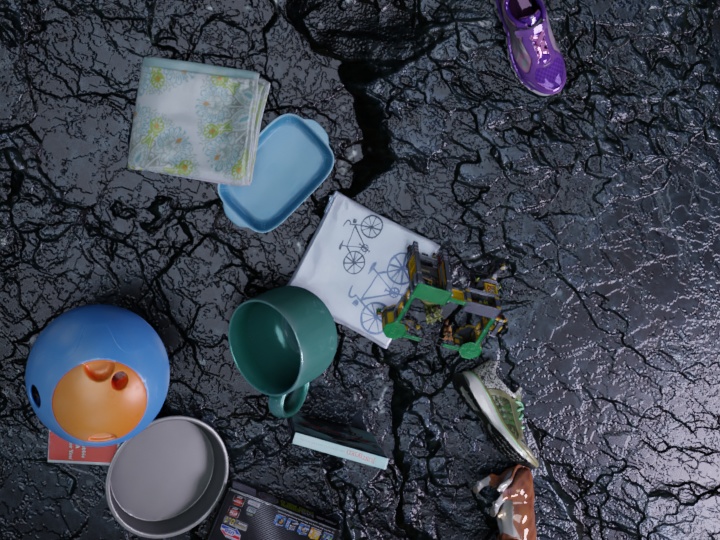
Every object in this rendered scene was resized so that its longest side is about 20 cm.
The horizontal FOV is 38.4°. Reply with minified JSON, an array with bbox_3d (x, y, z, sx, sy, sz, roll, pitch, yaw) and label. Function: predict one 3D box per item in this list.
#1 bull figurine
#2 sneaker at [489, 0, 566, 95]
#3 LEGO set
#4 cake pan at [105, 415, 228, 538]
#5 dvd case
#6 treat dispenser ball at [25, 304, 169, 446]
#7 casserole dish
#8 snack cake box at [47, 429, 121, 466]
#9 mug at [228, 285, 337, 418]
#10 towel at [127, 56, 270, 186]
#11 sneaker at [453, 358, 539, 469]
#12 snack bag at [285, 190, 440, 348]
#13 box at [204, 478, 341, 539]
[{"bbox_3d":[0.248,0.418,1.689,0.121,0.065,0.202,-7,92,-37],"label":"bull figurine"},{"bbox_3d":[0.260,-0.361,1.576,0.080,0.088,0.201,-25,100,-2],"label":"sneaker"},{"bbox_3d":[0.127,0.040,1.618,0.198,0.116,0.155,9,130,-10],"label":"LEGO set"},{"bbox_3d":[-0.305,0.318,1.617,0.199,0.037,0.202,-8,106,-28],"label":"cake pan"},{"bbox_3d":[-0.039,0.256,1.582,0.145,0.200,0.022,17,91,-6],"label":"dvd case"},{"bbox_3d":[-0.372,0.149,1.472,0.199,0.201,0.203,-1,98,-5],"label":"treat dispenser ball"},{"bbox_3d":[-0.131,-0.151,1.599,0.121,0.039,0.200,44,93,-9],"label":"casserole dish"},{"bbox_3d":[-0.421,0.197,1.610,0.114,0.067,0.202,4,98,-7],"label":"snack cake box"},{"bbox_3d":[-0.116,0.113,1.590,0.152,0.114,0.186,41,127,20],"label":"mug"},{"bbox_3d":[-0.244,-0.223,1.555,0.198,0.048,0.173,10,90,5],"label":"towel"},{"bbox_3d":[0.239,0.227,1.664,0.088,0.077,0.201,-35,93,-16],"label":"sneaker"},{"bbox_3d":[0.000,0.000,1.640,0.199,0.021,0.190,27,95,-8],"label":"snack bag"},{"bbox_3d":[-0.151,0.451,1.680,0.199,0.044,0.161,23,95,-7],"label":"box"}]
